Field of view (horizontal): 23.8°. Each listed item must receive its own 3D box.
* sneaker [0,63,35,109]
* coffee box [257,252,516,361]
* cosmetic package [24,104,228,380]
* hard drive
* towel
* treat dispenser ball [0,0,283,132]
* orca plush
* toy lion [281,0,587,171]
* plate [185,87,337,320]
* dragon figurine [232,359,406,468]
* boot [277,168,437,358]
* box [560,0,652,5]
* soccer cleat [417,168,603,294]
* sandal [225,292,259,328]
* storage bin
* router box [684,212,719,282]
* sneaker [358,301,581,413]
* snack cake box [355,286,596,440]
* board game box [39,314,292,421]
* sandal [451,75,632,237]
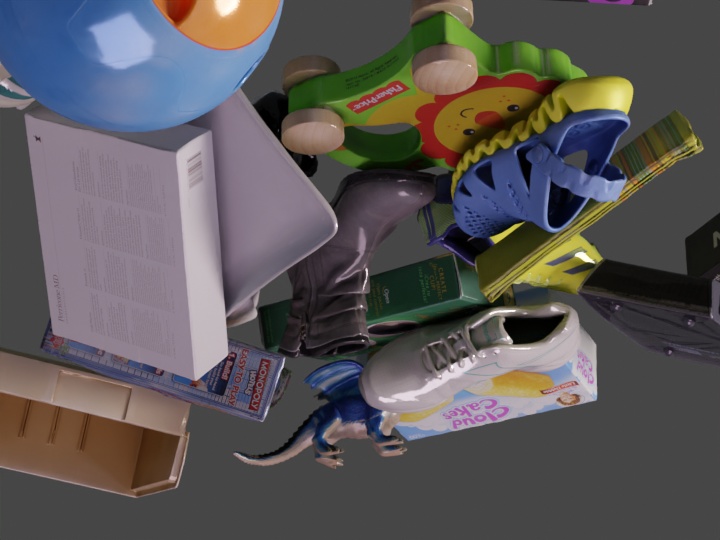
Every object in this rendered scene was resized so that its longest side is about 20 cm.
[{"bbox_3d":[-0.243,-0.164,1.274,0.199,0.071,0.093,-8,162,13],"label":"sneaker"},{"bbox_3d":[0.025,0.034,1.510,0.199,0.044,0.123,-16,165,28],"label":"coffee box"},{"bbox_3d":[-0.183,-0.026,1.348,0.150,0.052,0.201,14,122,26],"label":"cosmetic package"},{"bbox_3d":[0.277,0.041,1.468,0.134,0.043,0.200,12,169,31],"label":"hard drive"},{"bbox_3d":[0.173,-0.051,1.316,0.200,0.086,0.018,-37,103,13],"label":"towel"},{"bbox_3d":[-0.147,-0.190,1.092,0.200,0.202,0.201,2,146,2],"label":"treat dispenser ball"},{"bbox_3d":[-0.102,-0.061,1.391,0.105,0.071,0.200,26,140,-28],"label":"orca plush"},{"bbox_3d":[0.066,-0.123,1.305,0.199,0.069,0.191,-22,146,32],"label":"toy lion"},{"bbox_3d":[-0.124,-0.073,1.336,0.200,0.032,0.199,53,134,0],"label":"plate"},{"bbox_3d":[-0.016,0.118,1.521,0.199,0.100,0.059,-12,158,5],"label":"dragon figurine"},{"bbox_3d":[0.000,0.000,1.387,0.069,0.132,0.200,8,161,-28],"label":"boot"},{"bbox_3d":[0.107,-0.241,1.144,0.199,0.036,0.143,5,146,1],"label":"box"},{"bbox_3d":[0.126,-0.013,1.430,0.200,0.084,0.065,27,140,-30],"label":"soccer cleat"},{"bbox_3d":[-0.122,0.027,1.490,0.079,0.060,0.207,4,162,3],"label":"sandal"},{"bbox_3d":[-0.278,0.147,1.638,0.199,0.094,0.198,16,165,-16],"label":"storage bin"},{"bbox_3d":[0.392,-0.027,1.413,0.157,0.052,0.200,21,142,-22],"label":"router box"},{"bbox_3d":[0.092,0.064,1.457,0.199,0.071,0.080,-18,162,-3],"label":"sneaker"},{"bbox_3d":[0.108,0.088,1.595,0.199,0.067,0.115,-15,141,25],"label":"snack cake box"},{"bbox_3d":[-0.145,0.086,1.507,0.199,0.062,0.200,16,172,21],"label":"board game box"},{"bbox_3d":[0.134,-0.066,1.282,0.079,0.088,0.200,3,156,-28],"label":"sandal"}]
